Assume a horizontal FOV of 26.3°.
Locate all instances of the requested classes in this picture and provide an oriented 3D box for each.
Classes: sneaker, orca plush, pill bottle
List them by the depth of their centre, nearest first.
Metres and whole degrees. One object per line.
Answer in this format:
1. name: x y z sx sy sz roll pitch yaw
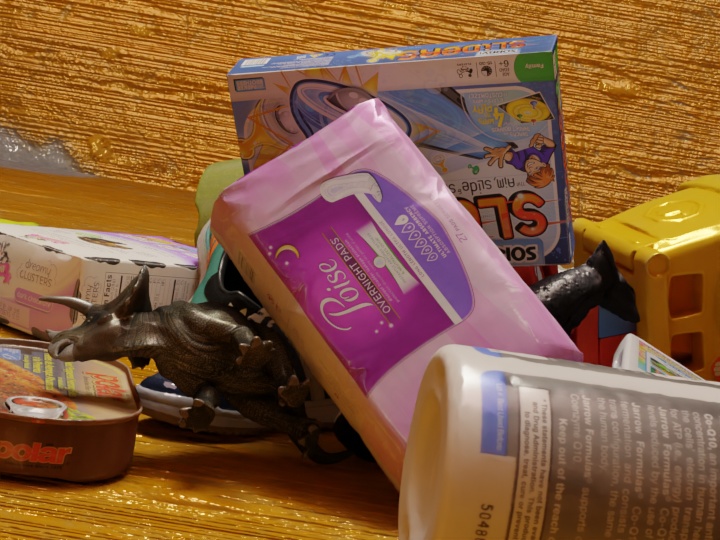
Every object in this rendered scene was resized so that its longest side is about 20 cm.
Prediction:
1. pill bottle: 0.123 0.102 0.682 0.198 0.115 0.114 9 6 -7
2. orca plush: 0.084 0.068 0.920 0.199 0.106 0.071 -22 52 -15
3. sneaker: -0.057 0.043 0.975 0.070 0.110 0.199 14 7 43
4. sneaker: -0.081 -0.004 1.149 0.071 0.080 0.201 36 32 -18

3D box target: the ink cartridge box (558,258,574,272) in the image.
1. ink cartridge box: 0.093 0.030 1.202 0.198 0.044 0.196 -16 16 -2

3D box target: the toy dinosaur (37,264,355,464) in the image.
1. toy dinosaur: -0.070 0.050 0.856 0.199 0.077 0.102 20 19 -38

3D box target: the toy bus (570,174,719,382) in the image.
1. toy bus: 0.202 0.054 1.038 0.191 0.202 0.136 -14 20 -21

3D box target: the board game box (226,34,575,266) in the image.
1. board game box: 0.026 -0.067 0.943 0.198 0.136 0.035 -3 24 15

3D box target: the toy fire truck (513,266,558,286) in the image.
1. toy fire truck: 0.066 -0.042 1.089 0.111 0.169 0.200 -11 19 14

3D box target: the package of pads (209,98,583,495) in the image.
1. package of pads: 0.018 0.016 0.851 0.200 0.120 0.076 52 -14 20

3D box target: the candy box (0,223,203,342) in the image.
1. candy box: -0.192 0.014 1.230 0.199 0.072 0.167 5 8 -45

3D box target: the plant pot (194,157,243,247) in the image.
1. plant pot: -0.067 -0.049 1.594 0.183 0.202 0.200 -2 3 16

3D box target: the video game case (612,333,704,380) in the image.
1. video game case: 0.225 0.109 0.848 0.199 0.024 0.182 33 10 6

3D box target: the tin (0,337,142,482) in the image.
1. tin: -0.179 0.073 0.848 0.111 0.042 0.200 4 7 -12

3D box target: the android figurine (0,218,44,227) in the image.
1. android figurine: -0.335 -0.024 1.522 0.180 0.041 0.200 11 5 8
